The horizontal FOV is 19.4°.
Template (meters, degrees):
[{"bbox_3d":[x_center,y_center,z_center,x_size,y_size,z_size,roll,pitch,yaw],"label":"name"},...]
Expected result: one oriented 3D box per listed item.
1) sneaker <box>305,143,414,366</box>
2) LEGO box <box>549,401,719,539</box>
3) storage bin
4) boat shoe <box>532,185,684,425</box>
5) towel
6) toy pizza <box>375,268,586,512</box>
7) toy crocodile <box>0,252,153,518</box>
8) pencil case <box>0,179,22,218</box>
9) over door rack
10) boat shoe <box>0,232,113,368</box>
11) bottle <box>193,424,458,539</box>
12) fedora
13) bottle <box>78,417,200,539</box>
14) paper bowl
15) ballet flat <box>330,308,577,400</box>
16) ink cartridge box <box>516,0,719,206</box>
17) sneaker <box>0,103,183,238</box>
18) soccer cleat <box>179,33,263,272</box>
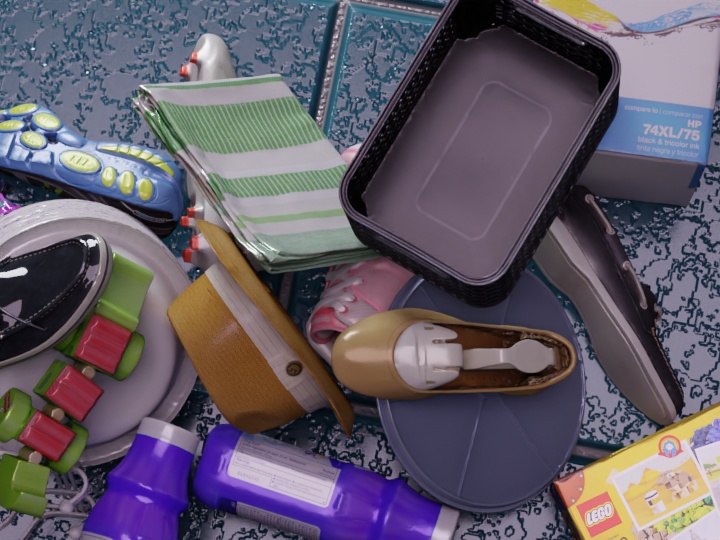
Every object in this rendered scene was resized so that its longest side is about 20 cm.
[{"bbox_3d":[0.000,0.000,1.639,0.105,0.075,0.201,-13,81,-31],"label":"sneaker"},{"bbox_3d":[0.267,0.187,1.607,0.200,0.077,0.149,-26,79,-3],"label":"LEGO box"},{"bbox_3d":[0.087,-0.090,1.515,0.135,0.094,0.200,30,82,10],"label":"storage bin"},{"bbox_3d":[0.202,0.026,1.646,0.060,0.074,0.200,-32,84,-22],"label":"boat shoe"},{"bbox_3d":[-0.066,-0.078,1.596,0.152,0.023,0.200,-9,49,-41],"label":"towel"},{"bbox_3d":[0.090,0.086,1.619,0.200,0.032,0.201,5,81,-33],"label":"toy pizza"},{"bbox_3d":[-0.206,0.082,1.507,0.067,0.062,0.200,34,78,-22],"label":"toy crocodile"},{"bbox_3d":[-0.324,0.026,1.653,0.200,0.092,0.085,-43,61,-5],"label":"pencil case"},{"bbox_3d":[-0.300,0.169,1.598,0.200,0.148,0.067,17,68,5],"label":"over door rack"},{"bbox_3d":[-0.265,0.029,1.492,0.200,0.062,0.075,-27,52,14],"label":"boat shoe"},{"bbox_3d":[-0.025,0.176,1.610,0.200,0.084,0.065,17,83,6],"label":"bottle"},{"bbox_3d":[-0.084,0.058,1.551,0.082,0.201,0.201,-35,80,-1],"label":"fedora"},{"bbox_3d":[-0.175,0.209,1.550,0.065,0.084,0.200,26,77,-24],"label":"bottle"},{"bbox_3d":[-0.218,0.053,1.596,0.200,0.104,0.201,-5,108,-17],"label":"paper bowl"},{"bbox_3d":[0.074,0.060,1.555,0.200,0.063,0.069,0,85,-33],"label":"ballet flat"},{"bbox_3d":[0.203,-0.170,1.644,0.146,0.147,0.200,7,80,4],"label":"ink cartridge box"},{"bbox_3d":[-0.230,-0.073,1.680,0.199,0.083,0.071,20,51,20],"label":"sneaker"},{"bbox_3d":[-0.106,-0.091,1.688,0.077,0.069,0.200,1,76,-18],"label":"soccer cleat"}]
